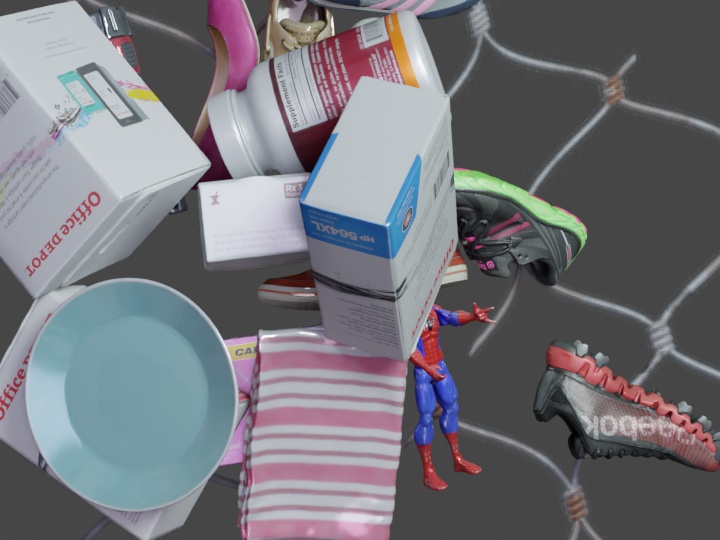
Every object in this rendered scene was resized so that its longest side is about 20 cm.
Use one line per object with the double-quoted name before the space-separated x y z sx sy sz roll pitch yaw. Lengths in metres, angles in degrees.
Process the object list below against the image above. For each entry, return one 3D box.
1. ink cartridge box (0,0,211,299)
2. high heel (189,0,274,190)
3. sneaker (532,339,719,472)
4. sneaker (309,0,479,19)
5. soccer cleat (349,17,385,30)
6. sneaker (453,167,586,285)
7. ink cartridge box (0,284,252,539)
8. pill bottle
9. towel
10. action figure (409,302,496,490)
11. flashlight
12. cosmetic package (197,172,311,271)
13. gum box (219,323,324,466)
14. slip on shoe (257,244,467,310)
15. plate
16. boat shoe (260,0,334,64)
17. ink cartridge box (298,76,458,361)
"ink cartridge box" -0.269 -0.108 1.580 0.200 0.146 0.147 50 122 7
"high heel" -0.141 -0.177 1.670 0.096 0.067 0.200 -13 101 -14
"sneaker" 0.249 0.148 1.683 0.200 0.071 0.098 29 86 0
"sneaker" 0.046 -0.273 1.653 0.200 0.082 0.070 -6 84 -28
"soccer cleat" 0.042 -0.143 1.682 0.077 0.069 0.200 -18 92 -23
"sneaker" 0.122 -0.039 1.652 0.200 0.077 0.084 22 88 -26
"ink cartridge box" -0.222 0.124 1.603 0.200 0.084 0.145 33 102 14
"pill bottle" -0.029 -0.148 1.596 0.200 0.113 0.113 -19 89 8
"towel" -0.031 0.151 1.603 0.146 0.030 0.200 2 105 -17
"action figure" 0.081 0.101 1.635 0.065 0.099 0.200 -22 104 -32
"flashlight" -0.223 -0.142 1.666 0.068 0.068 0.200 -17 94 -14
"cosmetic package" -0.094 -0.040 1.600 0.101 0.200 0.074 -6 89 -4
"gum box" -0.059 0.111 1.663 0.200 0.066 0.114 -9 90 -4
"slip on shoe" 0.000 0.000 1.672 0.200 0.074 0.061 -11 83 -10
"plate" -0.194 0.106 1.535 0.200 0.026 0.201 0 91 17
"boat shoe" -0.059 -0.215 1.677 0.071 0.065 0.200 -3 88 -4
"ink cartridge box" 0.020 -0.041 1.522 0.084 0.200 0.146 15 56 15
